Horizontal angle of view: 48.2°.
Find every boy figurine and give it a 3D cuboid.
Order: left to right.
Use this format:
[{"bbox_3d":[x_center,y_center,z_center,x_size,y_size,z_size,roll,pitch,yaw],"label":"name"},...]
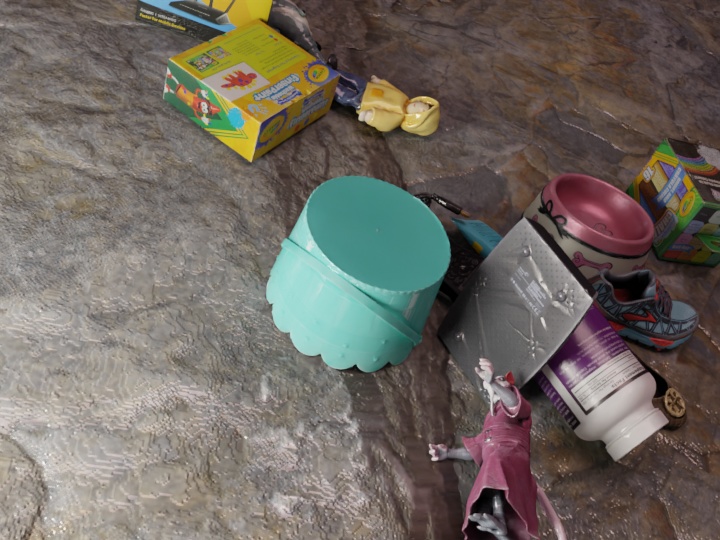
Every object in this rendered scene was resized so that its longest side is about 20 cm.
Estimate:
[{"bbox_3d":[0.029,-0.262,1.252,0.197,0.065,0.125,22,41,1],"label":"boy figurine"}]

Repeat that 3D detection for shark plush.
[{"bbox_3d":[-0.132,-0.393,1.329,0.200,0.091,0.083,47,64,-7],"label":"shark plush"}]

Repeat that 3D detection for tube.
[{"bbox_3d":[0.206,-0.007,1.102,0.200,0.051,0.077,50,24,26],"label":"tube"}]

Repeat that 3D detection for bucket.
[{"bbox_3d":[0.000,0.000,0.934,0.204,0.136,0.209,13,45,-13],"label":"bucket"}]

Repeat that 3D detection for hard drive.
[{"bbox_3d":[0.178,0.052,0.923,0.042,0.201,0.136,-8,52,-41],"label":"hard drive"}]

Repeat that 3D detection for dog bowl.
[{"bbox_3d":[0.341,-0.066,1.183,0.197,0.074,0.201,14,37,-10],"label":"dog bowl"}]

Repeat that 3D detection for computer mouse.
[{"bbox_3d":[0.123,-0.023,1.074,0.198,0.046,0.141,29,55,18],"label":"computer mouse"}]

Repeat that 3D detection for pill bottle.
[{"bbox_3d":[0.269,0.119,0.957,0.111,0.113,0.201,-18,63,-36],"label":"pill bottle"}]

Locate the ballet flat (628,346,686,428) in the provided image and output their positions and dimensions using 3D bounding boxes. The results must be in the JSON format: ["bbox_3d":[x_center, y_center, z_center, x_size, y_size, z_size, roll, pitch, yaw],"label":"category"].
[{"bbox_3d":[0.344,0.122,1.037,0.200,0.047,0.067,44,44,12],"label":"ballet flat"}]

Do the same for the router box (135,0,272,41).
[{"bbox_3d":[-0.232,-0.427,1.224,0.197,0.150,0.052,14,43,-11],"label":"router box"}]

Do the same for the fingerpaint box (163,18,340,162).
[{"bbox_3d":[-0.154,-0.264,1.160,0.166,0.074,0.200,35,44,11],"label":"fingerpaint box"}]

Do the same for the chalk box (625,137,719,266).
[{"bbox_3d":[0.534,-0.091,1.279,0.123,0.125,0.202,8,47,-18],"label":"chalk box"}]

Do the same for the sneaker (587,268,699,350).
[{"bbox_3d":[0.389,0.047,1.098,0.197,0.096,0.080,9,46,-17],"label":"sneaker"}]

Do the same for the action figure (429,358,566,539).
[{"bbox_3d":[0.156,0.186,0.832,0.147,0.135,0.202,22,46,-5],"label":"action figure"}]
